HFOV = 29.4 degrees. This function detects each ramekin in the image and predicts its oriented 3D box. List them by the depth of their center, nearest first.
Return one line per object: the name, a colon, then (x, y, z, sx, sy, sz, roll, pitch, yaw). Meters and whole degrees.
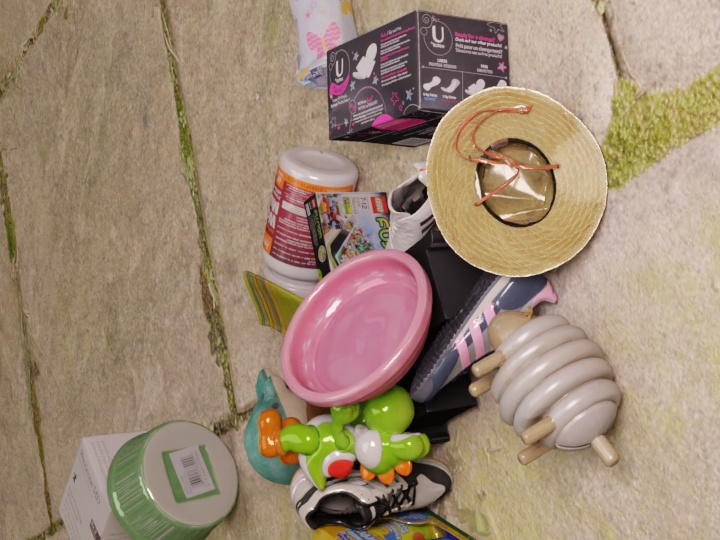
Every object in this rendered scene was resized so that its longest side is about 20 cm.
ramekin: (-0.288, 0.334, 2.160, 0.098, 0.199, 0.202, -38, 60, 44)

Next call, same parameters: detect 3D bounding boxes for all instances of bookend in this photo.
bookend: (0.092, 0.081, 1.604, 0.200, 0.091, 0.200, -39, 61, 51)

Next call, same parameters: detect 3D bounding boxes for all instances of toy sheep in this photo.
toy sheep: (0.196, 0.121, 1.400, 0.201, 0.137, 0.138, 56, 138, 24)

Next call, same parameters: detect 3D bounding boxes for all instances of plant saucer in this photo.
plant saucer: (0.002, 0.071, 1.537, 0.199, 0.051, 0.202, -27, 40, 25)

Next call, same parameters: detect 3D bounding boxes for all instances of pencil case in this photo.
pencil case: (-0.055, -0.342, 1.821, 0.090, 0.083, 0.202, -19, 74, 35)

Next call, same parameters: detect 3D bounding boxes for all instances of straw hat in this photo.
straw hat: (0.167, -0.092, 1.465, 0.085, 0.199, 0.203, 17, -113, -80)

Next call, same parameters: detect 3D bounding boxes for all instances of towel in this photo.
towel: (-0.093, 0.059, 1.790, 0.200, 0.018, 0.087, 24, 141, 56)

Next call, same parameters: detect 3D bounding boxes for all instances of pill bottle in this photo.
pill bottle: (-0.073, -0.055, 1.850, 0.110, 0.109, 0.202, 43, 127, 49)

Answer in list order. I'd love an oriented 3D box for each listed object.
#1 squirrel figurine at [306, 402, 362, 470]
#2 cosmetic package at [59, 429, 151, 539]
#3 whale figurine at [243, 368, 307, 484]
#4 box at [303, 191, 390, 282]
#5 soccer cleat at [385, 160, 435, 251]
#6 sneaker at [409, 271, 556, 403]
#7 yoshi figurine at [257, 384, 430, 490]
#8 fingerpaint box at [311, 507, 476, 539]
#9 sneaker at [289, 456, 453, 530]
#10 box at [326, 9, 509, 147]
squirrel figurine: (-0.008, 0.242, 1.774, 0.200, 0.140, 0.188, -136, 40, -67)
cosmetic package: (-0.406, 0.405, 2.381, 0.165, 0.164, 0.201, 58, 138, 37)
whale figurine: (-0.123, 0.221, 1.947, 0.200, 0.103, 0.160, -126, 19, -57)
box: (0.000, 0.000, 1.733, 0.035, 0.109, 0.202, -33, 65, 54)
soccer cleat: (0.060, -0.065, 1.651, 0.200, 0.085, 0.069, -56, 47, 45)
sneaker: (0.133, 0.078, 1.490, 0.201, 0.082, 0.070, -53, 11, 17)
yoshi figurine: (-0.014, 0.176, 1.588, 0.198, 0.113, 0.113, -2, 123, 24)
fingerpaint box: (0.060, 0.351, 1.606, 0.200, 0.166, 0.074, 22, 111, 57)
sneaker: (0.017, 0.275, 1.638, 0.088, 0.198, 0.076, -110, 16, -62)
box: (0.065, -0.218, 1.588, 0.199, 0.131, 0.116, -8, 82, 58)
